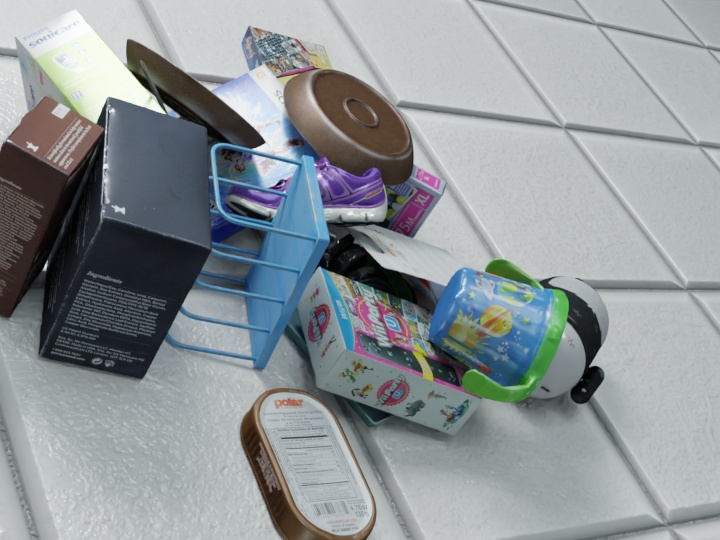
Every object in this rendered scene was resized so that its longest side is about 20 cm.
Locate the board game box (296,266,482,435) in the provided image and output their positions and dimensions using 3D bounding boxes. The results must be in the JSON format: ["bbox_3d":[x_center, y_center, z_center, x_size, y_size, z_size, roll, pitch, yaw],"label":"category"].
[{"bbox_3d":[0.031,0.094,1.373,0.199,0.064,0.148,21,30,-29],"label":"board game box"}]

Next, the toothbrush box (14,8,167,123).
[{"bbox_3d":[-0.307,-0.176,1.372,0.086,0.146,0.200,-31,68,-24],"label":"toothbrush box"}]

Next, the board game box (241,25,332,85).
[{"bbox_3d":[-0.096,-0.282,1.780,0.134,0.035,0.201,10,41,-30],"label":"board game box"}]

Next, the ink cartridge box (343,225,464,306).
[{"bbox_3d":[0.064,0.003,1.490,0.199,0.050,0.162,15,19,-34],"label":"ink cartridge box"}]

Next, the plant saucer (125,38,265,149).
[{"bbox_3d":[-0.199,-0.198,1.388,0.199,0.032,0.200,35,-3,2],"label":"plant saucer"}]

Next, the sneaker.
[{"bbox_3d":[-0.066,-0.094,1.414,0.198,0.081,0.084,-2,87,-21],"label":"sneaker"}]

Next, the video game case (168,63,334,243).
[{"bbox_3d":[-0.153,-0.150,1.490,0.199,0.046,0.182,-31,64,-21],"label":"video game case"}]

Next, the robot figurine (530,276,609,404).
[{"bbox_3d":[0.249,0.085,1.537,0.149,0.126,0.200,18,30,20],"label":"robot figurine"}]

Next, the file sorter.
[{"bbox_3d":[-0.133,-0.018,1.292,0.122,0.201,0.139,12,40,-21],"label":"file sorter"}]

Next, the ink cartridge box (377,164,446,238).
[{"bbox_3d":[0.000,-0.116,1.580,0.199,0.120,0.042,30,38,-6],"label":"ink cartridge box"}]

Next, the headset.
[{"bbox_3d":[0.000,0.000,1.459,0.199,0.094,0.124,9,35,-50],"label":"headset"}]

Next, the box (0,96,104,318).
[{"bbox_3d":[-0.334,-0.062,1.179,0.074,0.201,0.100,27,35,-7],"label":"box"}]

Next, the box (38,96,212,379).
[{"bbox_3d":[-0.242,-0.032,1.218,0.116,0.201,0.198,16,39,-23],"label":"box"}]

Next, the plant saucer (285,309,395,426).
[{"bbox_3d":[-0.029,0.101,1.386,0.200,0.019,0.070,47,37,21],"label":"plant saucer"}]

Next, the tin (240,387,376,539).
[{"bbox_3d":[-0.053,0.206,1.224,0.111,0.042,0.201,6,42,-39],"label":"tin"}]

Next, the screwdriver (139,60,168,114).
[{"bbox_3d":[-0.213,-0.166,1.354,0.029,0.201,0.028,3,54,12],"label":"screwdriver"}]

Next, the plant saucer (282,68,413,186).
[{"bbox_3d":[-0.007,-0.192,1.515,0.199,0.035,0.201,26,35,-20],"label":"plant saucer"}]

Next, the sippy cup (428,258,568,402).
[{"bbox_3d":[0.154,0.064,1.375,0.129,0.141,0.178,24,8,-6],"label":"sippy cup"}]
